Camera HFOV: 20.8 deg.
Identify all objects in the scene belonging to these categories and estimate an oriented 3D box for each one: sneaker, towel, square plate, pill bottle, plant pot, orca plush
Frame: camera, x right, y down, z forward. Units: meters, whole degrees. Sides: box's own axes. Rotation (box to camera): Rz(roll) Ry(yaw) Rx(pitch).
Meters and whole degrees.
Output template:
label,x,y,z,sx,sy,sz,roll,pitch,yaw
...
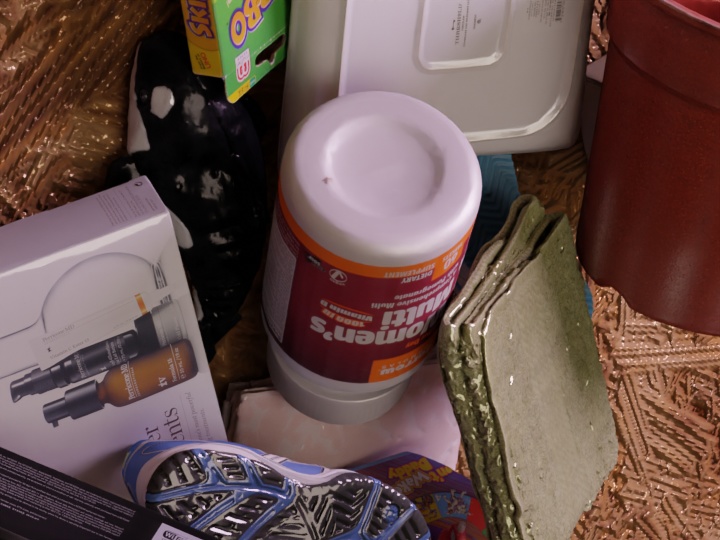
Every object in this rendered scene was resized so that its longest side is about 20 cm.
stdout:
label,x,y,z,sx,sy,sz,roll,pitch,yaw
sneaker,-0.043,0.133,1.093,0.199,0.077,0.076,27,86,-32
towel,-0.017,0.151,1.269,0.190,0.032,0.202,-6,115,-36
square plate,0.054,-0.146,1.105,0.197,0.028,0.201,-7,121,-22
sneaker,0.064,-0.034,1.218,0.076,0.081,0.201,-37,110,-17
towel,0.099,0.072,1.154,0.148,0.036,0.201,-49,130,-45
pill bottle,0.000,0.000,1.109,0.109,0.110,0.201,-29,155,-24
plant pot,0.218,-0.081,1.153,0.200,0.201,0.197,-11,127,-35
orca plush,-0.083,-0.031,1.097,0.105,0.071,0.202,-12,118,-34

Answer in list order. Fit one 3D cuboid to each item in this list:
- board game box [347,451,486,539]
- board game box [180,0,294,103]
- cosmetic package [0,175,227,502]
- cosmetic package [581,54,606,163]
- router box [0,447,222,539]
label,x,y,z,sx,sy,sz,roll,pitch,yaw
board game box,0.019,0.173,1.174,0.199,0.158,0.039,-13,144,-28
board game box,-0.067,-0.197,1.036,0.096,0.030,0.201,-46,136,-47
cosmetic package,-0.159,0.066,1.080,0.150,0.052,0.201,-20,124,-12
cosmetic package,0.244,-0.122,1.316,0.199,0.071,0.106,-32,127,-23
router box,-0.154,0.184,1.040,0.052,0.199,0.158,-58,166,-48
